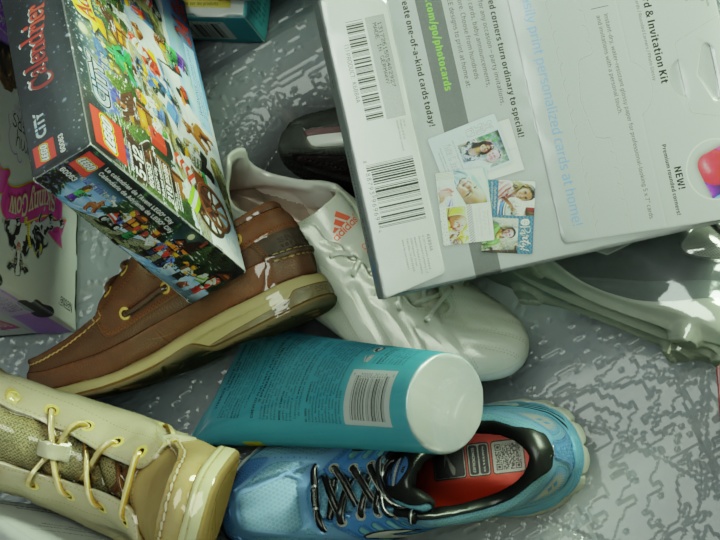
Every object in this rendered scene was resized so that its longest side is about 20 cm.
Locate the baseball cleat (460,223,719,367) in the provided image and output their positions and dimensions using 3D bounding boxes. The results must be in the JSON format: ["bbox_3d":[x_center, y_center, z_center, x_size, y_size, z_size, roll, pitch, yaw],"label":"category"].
[{"bbox_3d":[0.132,-0.019,1.507,0.200,0.070,0.107,26,69,-3],"label":"baseball cleat"}]

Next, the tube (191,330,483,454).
[{"bbox_3d":[-0.018,0.064,1.490,0.200,0.050,0.078,3,55,52],"label":"tube"}]

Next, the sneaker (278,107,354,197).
[{"bbox_3d":[0.056,-0.103,1.557,0.199,0.076,0.116,0,70,4],"label":"sneaker"}]

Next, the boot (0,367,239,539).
[{"bbox_3d":[-0.144,0.098,1.459,0.155,0.200,0.073,21,90,-6],"label":"boot"}]

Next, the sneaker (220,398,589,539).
[{"bbox_3d":[0.017,0.105,1.494,0.199,0.090,0.079,-14,83,10],"label":"sneaker"}]

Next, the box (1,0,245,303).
[{"bbox_3d":[-0.128,-0.096,1.474,0.038,0.137,0.200,-29,50,17],"label":"box"}]

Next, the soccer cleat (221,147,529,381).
[{"bbox_3d":[0.000,0.000,1.527,0.200,0.078,0.069,24,41,19],"label":"soccer cleat"}]

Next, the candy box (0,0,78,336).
[{"bbox_3d":[-0.212,-0.077,1.554,0.071,0.168,0.201,-3,76,13],"label":"candy box"}]

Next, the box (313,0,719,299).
[{"bbox_3d":[0.090,-0.082,1.443,0.199,0.041,0.156,-13,91,-4],"label":"box"}]

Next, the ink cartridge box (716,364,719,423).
[{"bbox_3d":[0.264,0.144,1.435,0.146,0.083,0.201,-6,75,12],"label":"ink cartridge box"}]

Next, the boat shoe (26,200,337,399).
[{"bbox_3d":[-0.103,0.021,1.532,0.200,0.072,0.068,-23,84,32],"label":"boat shoe"}]

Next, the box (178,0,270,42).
[{"bbox_3d":[-0.087,-0.233,1.625,0.082,0.049,0.201,3,78,14],"label":"box"}]

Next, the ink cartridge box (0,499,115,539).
[{"bbox_3d":[-0.145,0.218,1.450,0.200,0.087,0.146,24,99,51],"label":"ink cartridge box"}]
